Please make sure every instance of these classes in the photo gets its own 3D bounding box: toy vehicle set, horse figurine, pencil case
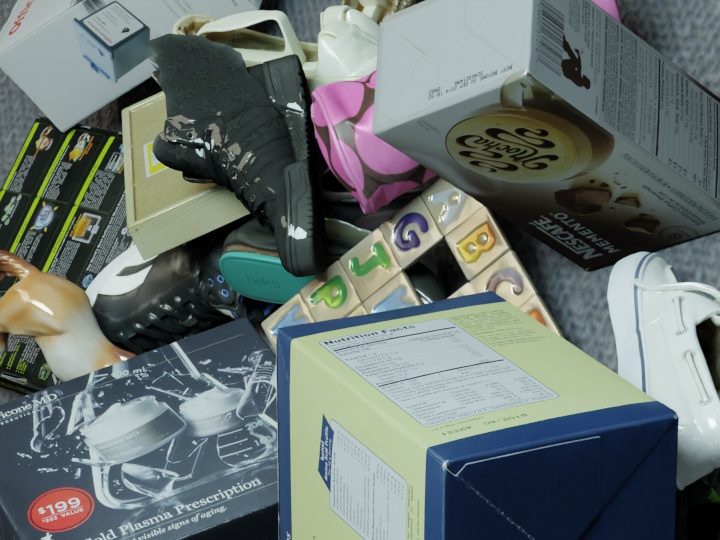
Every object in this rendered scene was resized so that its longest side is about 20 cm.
[{"bbox_3d":[-0.098,-0.084,1.843,0.124,0.027,0.200,-23,26,6],"label":"toy vehicle set"},{"bbox_3d":[-0.198,0.057,1.825,0.132,0.200,0.050,-38,3,39],"label":"horse figurine"},{"bbox_3d":[0.060,-0.122,1.654,0.199,0.091,0.094,-33,60,-5],"label":"pencil case"}]

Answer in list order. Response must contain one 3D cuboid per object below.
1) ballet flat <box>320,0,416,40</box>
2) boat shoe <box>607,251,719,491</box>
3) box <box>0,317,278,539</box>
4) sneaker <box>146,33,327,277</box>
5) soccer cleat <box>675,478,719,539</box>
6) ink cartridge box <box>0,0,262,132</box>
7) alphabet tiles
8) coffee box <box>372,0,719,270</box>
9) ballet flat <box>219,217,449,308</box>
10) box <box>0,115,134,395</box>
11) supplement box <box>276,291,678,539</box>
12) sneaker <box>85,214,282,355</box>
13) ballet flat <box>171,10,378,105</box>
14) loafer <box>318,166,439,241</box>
[{"bbox_3d":[0.003,-0.177,1.851,0.070,0.065,0.201,-8,60,41],"label":"ballet flat"},{"bbox_3d":[0.184,0.043,1.483,0.086,0.075,0.202,-20,23,14],"label":"boat shoe"},{"bbox_3d":[-0.117,0.143,1.647,0.199,0.105,0.182,-20,35,-17],"label":"box"},{"bbox_3d":[-0.080,-0.071,1.717,0.104,0.060,0.201,-9,53,5],"label":"sneaker"},{"bbox_3d":[0.150,0.128,1.491,0.081,0.068,0.200,-38,47,7],"label":"soccer cleat"},{"bbox_3d":[-0.156,-0.210,1.998,0.200,0.086,0.147,-30,25,31],"label":"ink cartridge box"},{"bbox_3d":[0.043,0.063,1.630,0.167,0.008,0.201,-39,62,19],"label":"alphabet tiles"},{"bbox_3d":[0.114,-0.084,1.560,0.113,0.200,0.080,-18,55,37],"label":"coffee box"},{"bbox_3d":[0.000,0.000,1.720,0.199,0.068,0.068,21,52,34],"label":"ballet flat"},{"bbox_3d":[-0.212,-0.006,1.978,0.193,0.047,0.201,11,72,52],"label":"box"},{"bbox_3d":[0.055,0.141,1.430,0.200,0.134,0.201,-144,50,-58],"label":"supplement box"},{"bbox_3d":[-0.115,0.023,1.831,0.200,0.073,0.112,-51,38,6],"label":"sneaker"},{"bbox_3d":[-0.036,-0.134,1.786,0.199,0.070,0.070,8,68,22],"label":"ballet flat"},{"bbox_3d":[0.060,-0.075,1.721,0.199,0.063,0.072,-29,46,31],"label":"loafer"}]
